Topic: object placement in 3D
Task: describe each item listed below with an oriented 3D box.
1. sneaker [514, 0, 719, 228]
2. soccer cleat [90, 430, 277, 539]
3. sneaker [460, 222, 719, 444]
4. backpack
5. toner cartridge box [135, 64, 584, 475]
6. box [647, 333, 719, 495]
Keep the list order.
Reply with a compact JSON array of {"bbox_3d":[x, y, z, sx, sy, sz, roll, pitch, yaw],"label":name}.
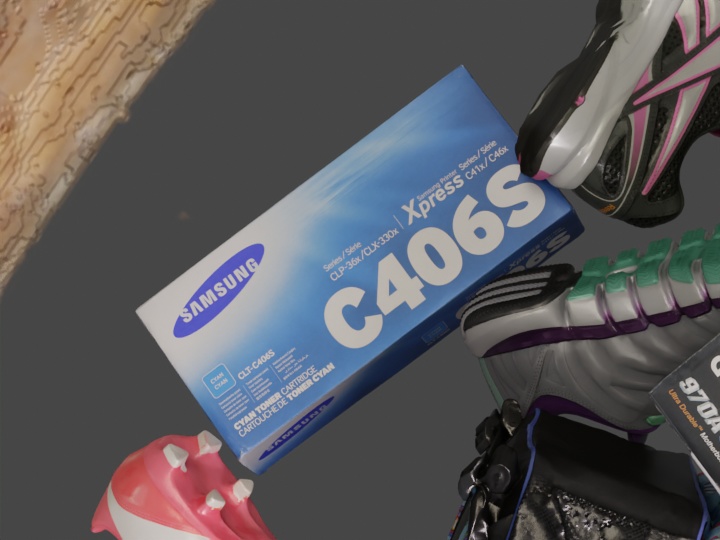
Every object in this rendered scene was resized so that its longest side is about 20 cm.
[{"bbox_3d":[0.155,-0.105,1.233,0.086,0.080,0.200,37,76,-13],"label":"sneaker"},{"bbox_3d":[-0.051,0.167,1.213,0.076,0.067,0.200,-45,74,31],"label":"soccer cleat"},{"bbox_3d":[0.149,0.032,1.186,0.199,0.074,0.088,-11,107,24],"label":"sneaker"},{"bbox_3d":[0.086,0.174,1.116,0.134,0.183,0.201,18,96,3],"label":"backpack"},{"bbox_3d":[0.000,0.000,1.247,0.200,0.043,0.095,-37,70,1],"label":"toner cartridge box"},{"bbox_3d":[0.208,0.108,1.089,0.046,0.200,0.159,-40,70,13],"label":"box"}]
